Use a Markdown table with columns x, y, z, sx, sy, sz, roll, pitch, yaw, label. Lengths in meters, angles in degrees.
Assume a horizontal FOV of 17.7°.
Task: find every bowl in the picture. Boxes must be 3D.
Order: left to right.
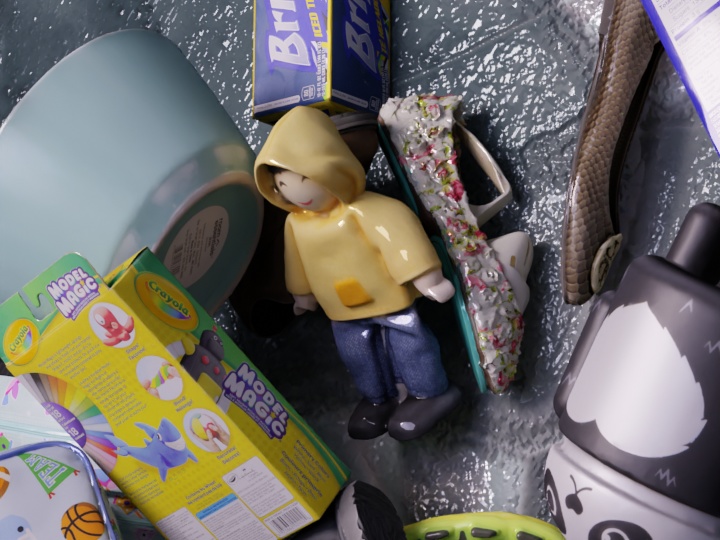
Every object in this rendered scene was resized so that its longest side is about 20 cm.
| x | y | z | sx | sy | sz | roll | pitch | yaw | label |
| --- | --- | --- | --- | --- | --- | --- | --- | --- | --- |
| -0.132 | -0.030 | 1.369 | 0.105 | 0.200 | 0.202 | 33 | 102 | 24 | bowl |

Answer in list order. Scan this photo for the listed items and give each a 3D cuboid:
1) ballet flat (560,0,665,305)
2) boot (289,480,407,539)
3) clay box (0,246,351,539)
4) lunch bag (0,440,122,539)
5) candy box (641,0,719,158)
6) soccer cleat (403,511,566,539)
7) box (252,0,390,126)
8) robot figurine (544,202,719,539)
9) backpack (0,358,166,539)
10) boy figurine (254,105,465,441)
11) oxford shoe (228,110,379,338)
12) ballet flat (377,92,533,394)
| x | y | z | sx | sy | sz | roll | pitch | yaw | label |
| --- | --- | --- | --- | --- | --- | --- | --- | --- | --- |
| 0.149 | -0.077 | 1.325 | 0.046 | 0.067 | 0.202 | 11 | 82 | 8 | ballet flat |
| -0.052 | 0.232 | 1.273 | 0.200 | 0.066 | 0.165 | -37 | 34 | 20 | boot |
| -0.112 | 0.073 | 1.293 | 0.200 | 0.048 | 0.115 | 49 | 134 | -9 | clay box |
| -0.201 | 0.197 | 1.284 | 0.159 | 0.076 | 0.201 | -16 | 61 | -12 | lunch bag |
| 0.225 | -0.101 | 1.187 | 0.077 | 0.169 | 0.201 | -35 | 59 | 24 | candy box |
| 0.033 | 0.171 | 1.353 | 0.199 | 0.084 | 0.065 | -13 | 101 | 20 | soccer cleat |
| -0.025 | -0.191 | 1.487 | 0.070 | 0.064 | 0.202 | -10 | 74 | 38 | box |
| 0.174 | 0.069 | 1.217 | 0.124 | 0.150 | 0.201 | 24 | 96 | 1 | robot figurine |
| -0.163 | 0.098 | 1.439 | 0.199 | 0.166 | 0.128 | 10 | 105 | 36 | backpack |
| 0.000 | 0.000 | 1.343 | 0.124 | 0.064 | 0.201 | 2 | 122 | 42 | boy figurine |
| -0.028 | -0.025 | 1.426 | 0.085 | 0.072 | 0.200 | 64 | 148 | 23 | oxford shoe |
| 0.066 | -0.025 | 1.374 | 0.063 | 0.076 | 0.201 | -20 | 68 | -2 | ballet flat |
